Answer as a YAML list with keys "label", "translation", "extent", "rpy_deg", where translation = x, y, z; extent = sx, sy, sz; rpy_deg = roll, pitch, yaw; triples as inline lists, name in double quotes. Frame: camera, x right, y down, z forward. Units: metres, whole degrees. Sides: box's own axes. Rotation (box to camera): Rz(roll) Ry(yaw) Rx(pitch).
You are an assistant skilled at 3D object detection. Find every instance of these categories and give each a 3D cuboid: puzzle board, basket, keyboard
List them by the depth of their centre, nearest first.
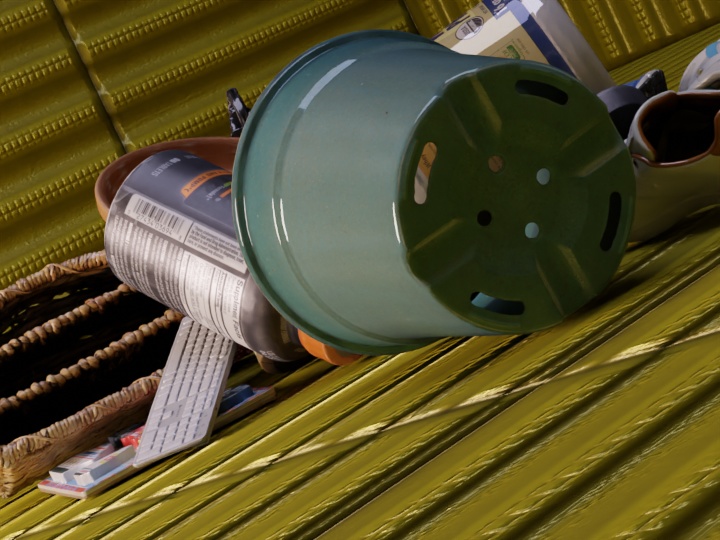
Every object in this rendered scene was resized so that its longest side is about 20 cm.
- label: "keyboard"
  translation: [-0.116, 0.073, 1.492]
  extent: [0.056, 0.011, 0.200]
  rpy_deg: [-17, 24, 14]
- label: "puzzle board"
  translation: [-0.151, 0.119, 1.535]
  extent: [0.150, 0.017, 0.200]
  rpy_deg: [-27, 4, -17]
- label: "basket"
  translation: [-0.221, 0.060, 1.632]
  extent: [0.199, 0.143, 0.149]
  rpy_deg: [-27, -11, -14]

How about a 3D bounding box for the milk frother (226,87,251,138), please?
- label: "milk frother"
  translation: [-0.014, -0.106, 1.929]
  extent: [0.188, 0.181, 0.200]
  rpy_deg: [-38, -25, -16]

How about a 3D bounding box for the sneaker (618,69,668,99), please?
- label: "sneaker"
  translation: [0.210, -0.112, 1.734]
  extent: [0.088, 0.079, 0.200]
  rpy_deg: [-13, -3, 5]

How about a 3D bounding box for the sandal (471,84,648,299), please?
- label: "sandal"
  translation: [0.117, -0.042, 1.421]
  extent: [0.076, 0.043, 0.200]
  rpy_deg: [15, -52, -47]

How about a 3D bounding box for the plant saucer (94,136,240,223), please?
- label: "plant saucer"
  translation: [-0.108, -0.050, 1.684]
  extent: [0.198, 0.038, 0.200]
  rpy_deg: [2, 26, -1]

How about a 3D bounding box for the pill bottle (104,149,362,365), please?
- label: "pill bottle"
  translation: [-0.075, -0.003, 1.493]
  extent: [0.199, 0.107, 0.106]
  rpy_deg: [26, 37, 32]

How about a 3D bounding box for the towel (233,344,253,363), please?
- label: "towel"
  translation: [-0.169, 0.102, 1.828]
  extent: [0.144, 0.023, 0.200]
  rpy_deg: [-25, 2, 43]

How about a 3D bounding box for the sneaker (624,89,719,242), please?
- label: "sneaker"
  translation: [0.181, -0.074, 1.313]
  extent: [0.200, 0.084, 0.073]
  rpy_deg: [-21, 47, 54]

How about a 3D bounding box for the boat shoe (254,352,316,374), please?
- label: "boat shoe"
  translation: [0.000, 0.000, 1.591]
  extent: [0.199, 0.067, 0.074]
  rpy_deg: [-27, -29, -14]

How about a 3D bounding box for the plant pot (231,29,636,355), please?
- label: "plant pot"
  translation: [0.049, -0.045, 1.242]
  extent: [0.199, 0.201, 0.196]
  rpy_deg: [-27, 12, -19]

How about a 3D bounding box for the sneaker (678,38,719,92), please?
- label: "sneaker"
  translation: [0.287, -0.140, 1.683]
  extent: [0.080, 0.077, 0.200]
  rpy_deg: [-29, 3, -14]

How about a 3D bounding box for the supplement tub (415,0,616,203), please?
- label: "supplement tub"
  translation: [0.077, -0.095, 1.499]
  extent: [0.199, 0.145, 0.144]
  rpy_deg: [-35, 3, 4]
